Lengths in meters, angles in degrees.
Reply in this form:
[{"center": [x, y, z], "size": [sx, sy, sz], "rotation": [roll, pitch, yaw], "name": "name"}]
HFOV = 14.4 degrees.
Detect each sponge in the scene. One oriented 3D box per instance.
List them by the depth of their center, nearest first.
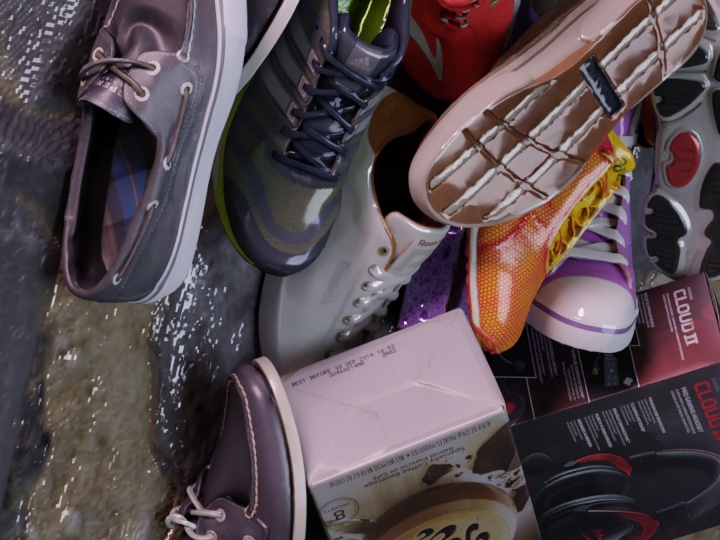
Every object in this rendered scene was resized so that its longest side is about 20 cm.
[{"center": [0.067, -0.054, 1.605], "size": [0.112, 0.030, 0.200], "rotation": [32, 72, -74], "name": "sponge"}]

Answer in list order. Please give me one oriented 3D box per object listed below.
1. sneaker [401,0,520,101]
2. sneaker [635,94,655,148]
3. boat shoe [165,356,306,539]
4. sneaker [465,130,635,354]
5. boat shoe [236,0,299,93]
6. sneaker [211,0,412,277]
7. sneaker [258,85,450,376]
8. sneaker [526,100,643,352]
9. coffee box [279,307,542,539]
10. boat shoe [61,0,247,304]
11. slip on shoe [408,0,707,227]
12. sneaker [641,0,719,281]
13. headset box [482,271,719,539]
[{"center": [0.049, -0.158, 1.472], "size": [0.200, 0.077, 0.085], "rotation": [98, 2, -46], "name": "sneaker"}, {"center": [0.192, -0.169, 1.719], "size": [0.070, 0.090, 0.201], "rotation": [18, 89, -56], "name": "sneaker"}, {"center": [-0.069, 0.142, 1.493], "size": [0.063, 0.073, 0.200], "rotation": [-5, 114, -19], "name": "boat shoe"}, {"center": [0.105, -0.047, 1.554], "size": [0.073, 0.077, 0.200], "rotation": [63, 43, -67], "name": "sneaker"}, {"center": [-0.043, -0.179, 1.411], "size": [0.060, 0.074, 0.200], "rotation": [26, 100, -15], "name": "boat shoe"}, {"center": [-0.020, -0.095, 1.443], "size": [0.074, 0.081, 0.200], "rotation": [15, 86, -20], "name": "sneaker"}, {"center": [0.000, 0.000, 1.523], "size": [0.073, 0.085, 0.200], "rotation": [-18, 120, -52], "name": "sneaker"}, {"center": [0.127, -0.045, 1.618], "size": [0.201, 0.072, 0.114], "rotation": [-95, -163, -56], "name": "sneaker"}, {"center": [0.033, 0.126, 1.559], "size": [0.113, 0.080, 0.200], "rotation": [-21, 140, -2], "name": "coffee box"}, {"center": [-0.108, -0.078, 1.360], "size": [0.066, 0.070, 0.200], "rotation": [-12, 120, -54], "name": "boat shoe"}, {"center": [0.097, -0.096, 1.514], "size": [0.200, 0.061, 0.076], "rotation": [-43, 124, -17], "name": "slip on shoe"}, {"center": [0.196, -0.094, 1.635], "size": [0.083, 0.080, 0.200], "rotation": [-90, -169, -64], "name": "sneaker"}, {"center": [0.152, 0.093, 1.673], "size": [0.149, 0.200, 0.075], "rotation": [63, 13, -45], "name": "headset box"}]
